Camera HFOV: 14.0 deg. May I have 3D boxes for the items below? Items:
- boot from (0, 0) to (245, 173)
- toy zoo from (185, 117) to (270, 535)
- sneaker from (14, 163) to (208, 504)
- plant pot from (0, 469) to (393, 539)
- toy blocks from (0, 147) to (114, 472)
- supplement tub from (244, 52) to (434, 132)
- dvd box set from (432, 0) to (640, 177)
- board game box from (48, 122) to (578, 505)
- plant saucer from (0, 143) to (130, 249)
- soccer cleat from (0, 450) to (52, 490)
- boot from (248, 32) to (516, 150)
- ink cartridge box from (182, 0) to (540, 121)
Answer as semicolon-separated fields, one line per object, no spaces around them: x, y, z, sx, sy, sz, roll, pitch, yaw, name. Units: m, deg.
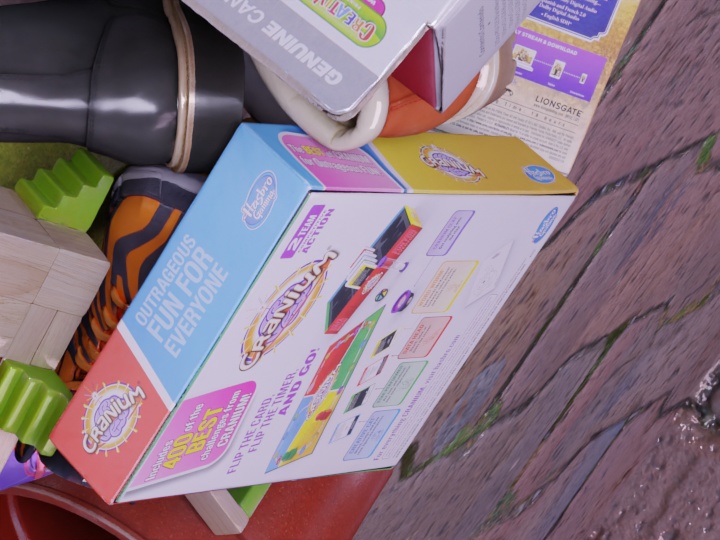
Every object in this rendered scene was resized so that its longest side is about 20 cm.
-0.130;-0.088;1.146;0.200;0.138;0.078;-146;-121;-73;boot
-0.054;0.016;1.472;0.020;0.131;0.200;-8;-142;41;toy zoo
-0.087;0.034;1.192;0.200;0.077;0.112;117;-5;-70;sneaker
-0.088;0.125;1.560;0.195;0.200;0.201;-50;168;-36;plant pot
-0.193;0.033;1.132;0.136;0.100;0.201;16;109;-39;toy blocks
0.014;-0.104;1.368;0.146;0.145;0.200;-50;165;-4;supplement tub
0.059;-0.154;1.221;0.201;0.146;0.029;-69;-156;11;dvd box set
-0.014;0.016;1.159;0.200;0.040;0.153;-1;129;-57;board game box
-0.165;0.009;1.298;0.200;0.048;0.200;-42;163;-34;plant saucer
-0.117;0.057;1.314;0.200;0.073;0.068;-36;160;-45;soccer cleat
-0.018;-0.140;1.093;0.075;0.201;0.107;-23;-177;39;boot
-0.021;-0.157;1.022;0.176;0.200;0.084;-48;166;-11;ink cartridge box
